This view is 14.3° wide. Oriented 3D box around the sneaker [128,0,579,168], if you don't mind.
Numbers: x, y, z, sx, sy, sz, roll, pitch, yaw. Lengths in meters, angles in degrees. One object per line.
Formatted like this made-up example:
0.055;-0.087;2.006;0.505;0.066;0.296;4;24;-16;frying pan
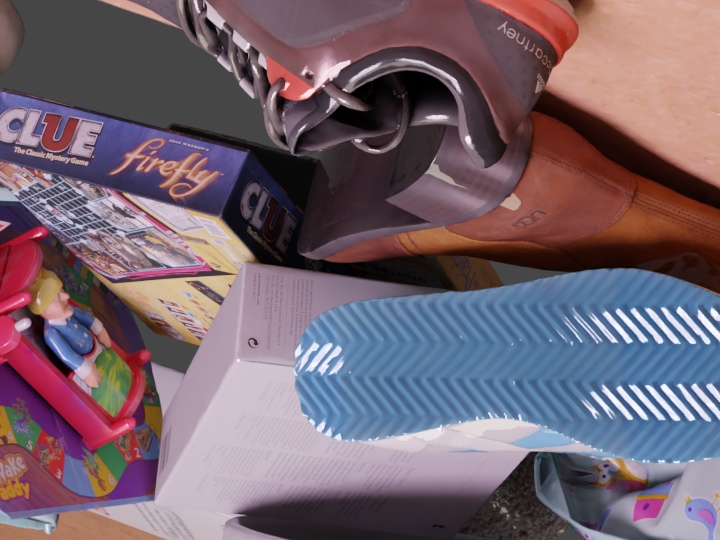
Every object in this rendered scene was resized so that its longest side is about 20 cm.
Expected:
-0.026;-0.086;1.014;0.199;0.082;0.077;15;163;24;sneaker

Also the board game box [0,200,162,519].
-0.141;0.031;1.332;0.039;0.159;0.200;-27;167;27;board game box

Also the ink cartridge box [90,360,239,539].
-0.090;0.128;1.806;0.199;0.084;0.146;19;164;13;ink cartridge box

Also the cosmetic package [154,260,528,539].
-0.002;0.064;1.304;0.150;0.052;0.200;10;155;-11;cosmetic package

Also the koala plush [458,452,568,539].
0.015;0.161;1.556;0.183;0.201;0.177;12;161;33;koala plush

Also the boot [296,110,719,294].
0.087;-0.015;1.183;0.199;0.069;0.188;20;158;-20;boot

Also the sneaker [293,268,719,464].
0.079;0.037;1.140;0.199;0.077;0.081;2;179;19;sneaker

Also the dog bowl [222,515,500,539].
0.029;0.170;1.363;0.199;0.079;0.200;8;180;0;dog bowl

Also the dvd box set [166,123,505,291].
0.000;0.000;1.358;0.146;0.030;0.200;15;162;25;dvd box set

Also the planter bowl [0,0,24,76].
-0.263;-0.084;1.251;0.199;0.135;0.200;20;165;6;planter bowl

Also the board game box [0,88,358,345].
-0.075;-0.010;1.309;0.135;0.035;0.200;14;162;27;board game box

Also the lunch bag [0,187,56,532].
-0.204;0.043;1.501;0.199;0.171;0.122;4;166;43;lunch bag

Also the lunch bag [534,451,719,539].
0.198;0.117;1.316;0.170;0.123;0.199;32;156;-34;lunch bag
